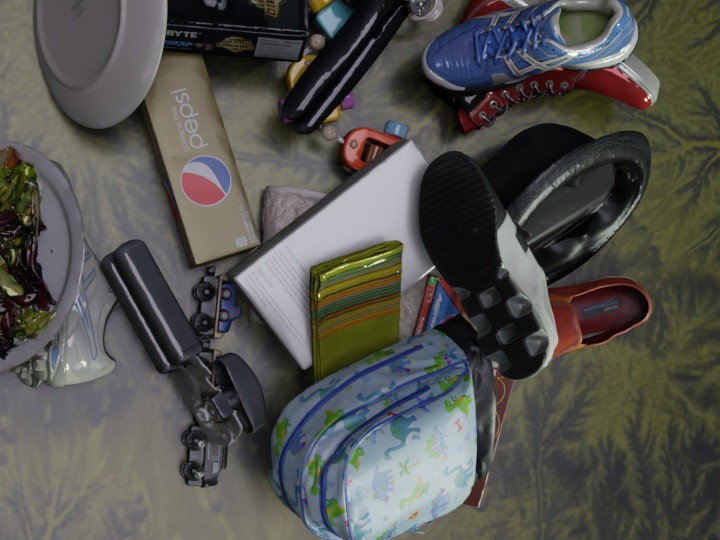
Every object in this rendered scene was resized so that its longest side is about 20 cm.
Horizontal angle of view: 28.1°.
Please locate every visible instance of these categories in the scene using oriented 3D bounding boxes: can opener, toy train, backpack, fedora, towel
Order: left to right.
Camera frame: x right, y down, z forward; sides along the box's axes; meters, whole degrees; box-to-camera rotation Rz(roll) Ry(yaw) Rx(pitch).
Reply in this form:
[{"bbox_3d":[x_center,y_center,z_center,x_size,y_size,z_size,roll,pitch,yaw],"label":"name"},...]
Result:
[{"bbox_3d":[-0.152,0.061,1.272,0.067,0.053,0.201,-29,91,-41],"label":"can opener"},{"bbox_3d":[-0.134,0.096,1.309,0.046,0.034,0.201,5,86,-15],"label":"toy train"},{"bbox_3d":[-0.002,-0.207,1.294,0.063,0.078,0.200,36,83,-50],"label":"can opener"},{"bbox_3d":[-0.001,0.067,1.245,0.086,0.018,0.201,-18,130,-22],"label":"towel"},{"bbox_3d":[0.000,0.000,1.342,0.199,0.034,0.133,9,84,-11],"label":"towel"},{"bbox_3d":[0.001,-0.175,1.346,0.150,0.056,0.201,14,86,-14],"label":"toy train"},{"bbox_3d":[0.020,0.147,1.220,0.199,0.154,0.164,-9,121,-18],"label":"backpack"},{"bbox_3d":[0.173,-0.073,1.338,0.200,0.201,0.092,-37,58,-11],"label":"fedora"}]

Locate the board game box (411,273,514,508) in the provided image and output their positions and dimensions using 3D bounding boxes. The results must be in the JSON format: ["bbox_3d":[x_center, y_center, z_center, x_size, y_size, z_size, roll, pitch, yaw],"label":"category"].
[{"bbox_3d":[0.087,0.112,1.333,0.102,0.019,0.201,14,97,-5],"label":"board game box"}]

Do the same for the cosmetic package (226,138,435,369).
[{"bbox_3d":[-0.008,-0.016,1.277,0.200,0.085,0.108,-37,98,-7],"label":"cosmetic package"}]

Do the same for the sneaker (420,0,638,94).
[{"bbox_3d":[0.150,-0.212,1.298,0.199,0.077,0.076,-13,78,6],"label":"sneaker"}]

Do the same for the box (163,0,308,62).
[{"bbox_3d":[-0.128,-0.285,1.291,0.158,0.046,0.201,4,63,-11],"label":"box"}]

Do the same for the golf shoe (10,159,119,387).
[{"bbox_3d":[-0.260,0.004,1.282,0.097,0.078,0.201,3,85,-37],"label":"golf shoe"}]

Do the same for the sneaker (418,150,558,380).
[{"bbox_3d":[0.113,-0.008,1.234,0.074,0.088,0.201,-21,90,26],"label":"sneaker"}]

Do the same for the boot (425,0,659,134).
[{"bbox_3d":[0.169,-0.168,1.360,0.199,0.072,0.145,29,81,8],"label":"boot"}]

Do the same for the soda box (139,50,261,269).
[{"bbox_3d":[-0.152,-0.106,1.299,0.064,0.068,0.201,-18,90,-12],"label":"soda box"}]

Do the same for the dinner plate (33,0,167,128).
[{"bbox_3d":[-0.233,-0.222,1.233,0.024,0.200,0.201,-3,87,-44],"label":"dinner plate"}]

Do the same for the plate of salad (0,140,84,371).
[{"bbox_3d":[-0.322,-0.013,1.225,0.199,0.048,0.201,-3,83,24],"label":"plate of salad"}]

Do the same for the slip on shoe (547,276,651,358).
[{"bbox_3d":[0.185,0.051,1.364,0.199,0.061,0.074,-15,92,-11],"label":"slip on shoe"}]
